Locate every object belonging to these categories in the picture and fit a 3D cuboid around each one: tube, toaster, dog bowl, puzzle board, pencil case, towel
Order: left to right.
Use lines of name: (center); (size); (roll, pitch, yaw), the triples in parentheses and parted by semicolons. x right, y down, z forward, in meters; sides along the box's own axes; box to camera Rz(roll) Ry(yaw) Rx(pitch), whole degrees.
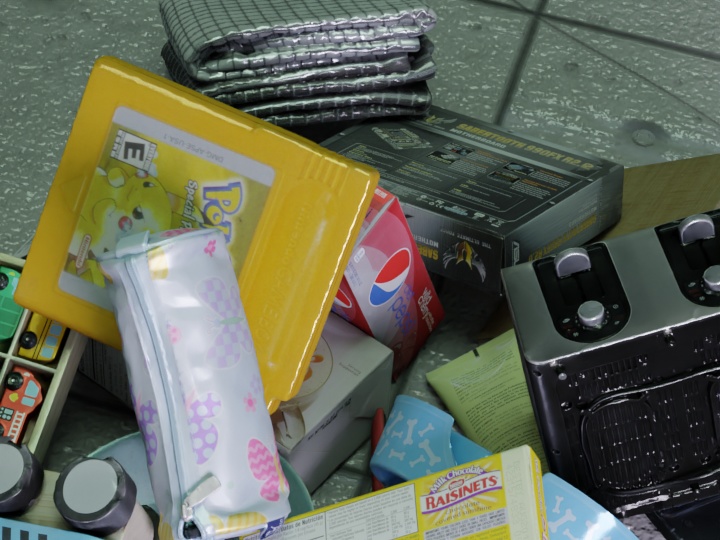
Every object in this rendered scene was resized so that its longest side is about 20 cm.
pencil case: (-0.106, 0.072, 1.492); (0.083, 0.201, 0.091); (-11, 1, 37)
towel: (-0.046, -0.168, 1.833); (0.199, 0.086, 0.166); (-8, 20, -9)
dog bowl: (0.090, 0.151, 1.526); (0.200, 0.112, 0.050); (28, 75, 29)
tube: (0.114, 0.126, 1.640); (0.058, 0.052, 0.200); (-1, 45, -28)
puzzle board: (0.188, -0.014, 1.740); (0.150, 0.017, 0.200); (-7, 34, 44)
toaster: (0.198, 0.064, 1.547); (0.180, 0.200, 0.119); (-16, 43, 2)

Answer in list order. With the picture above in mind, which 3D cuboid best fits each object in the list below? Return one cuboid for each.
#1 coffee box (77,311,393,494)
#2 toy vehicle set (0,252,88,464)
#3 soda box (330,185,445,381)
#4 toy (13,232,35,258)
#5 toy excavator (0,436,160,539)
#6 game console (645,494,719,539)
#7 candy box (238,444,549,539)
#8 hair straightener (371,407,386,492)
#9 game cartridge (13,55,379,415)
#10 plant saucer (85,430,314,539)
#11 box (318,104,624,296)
coffee box: (-0.090, 0.062, 1.661); (0.200, 0.080, 0.114); (33, 54, 23)
toy vehicle set: (-0.264, 0.085, 1.609); (0.124, 0.027, 0.200); (15, 74, 11)
soda box: (0.000, 0.000, 1.640); (0.070, 0.200, 0.063); (32, 76, 23)
toy: (-0.175, -0.041, 1.695); (0.047, 0.200, 0.115); (48, 69, -16)
toy excavator: (-0.235, 0.212, 1.485); (0.194, 0.100, 0.200); (8, 62, 19)
game console: (0.250, 0.076, 1.645); (0.176, 0.117, 0.200); (-16, 50, -29)
candy box: (0.019, 0.180, 1.460); (0.200, 0.026, 0.102); (-19, 48, 18)
hair straightener: (0.045, 0.178, 1.593); (0.077, 0.041, 0.200); (2, 48, -2)
game cartridge: (-0.108, -0.021, 1.543); (0.200, 0.177, 0.032); (23, 12, 14)
plant saucer: (-0.122, 0.193, 1.554); (0.200, 0.039, 0.201); (-5, 53, 7)
box: (0.067, -0.057, 1.746); (0.200, 0.048, 0.158); (20, 32, 32)
